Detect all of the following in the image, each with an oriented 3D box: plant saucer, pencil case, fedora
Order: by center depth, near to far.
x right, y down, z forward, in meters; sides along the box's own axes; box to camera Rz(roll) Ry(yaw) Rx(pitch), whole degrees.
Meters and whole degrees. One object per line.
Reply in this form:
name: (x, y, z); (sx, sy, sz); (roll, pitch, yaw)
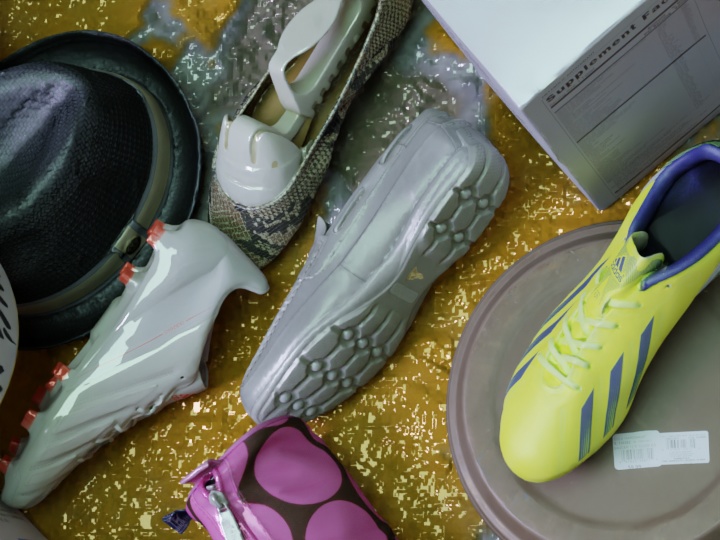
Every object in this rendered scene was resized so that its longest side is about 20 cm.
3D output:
pencil case: (-0.011, 0.173, 1.024); (0.091, 0.094, 0.200); (-46, 69, 9)
plant saucer: (0.139, 0.068, 1.034); (0.200, 0.029, 0.200); (-4, 77, 16)
fedora: (-0.194, -0.055, 1.135); (0.200, 0.092, 0.201); (-4, 76, 17)

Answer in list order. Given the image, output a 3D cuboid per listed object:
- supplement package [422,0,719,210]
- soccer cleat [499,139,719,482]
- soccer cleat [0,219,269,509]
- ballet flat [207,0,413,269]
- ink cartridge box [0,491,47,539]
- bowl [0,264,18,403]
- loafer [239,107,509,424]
supplement package: (0.112, -0.126, 0.994); (0.114, 0.200, 0.110); (-40, 69, 5)
soccer cleat: (0.130, 0.017, 0.988); (0.065, 0.084, 0.200); (37, 91, 21)
soccer cleat: (-0.131, 0.063, 1.105); (0.078, 0.069, 0.200); (35, 99, -9)
ballet flat: (-0.039, -0.096, 1.103); (0.068, 0.075, 0.200); (29, 88, 21)
ink cartridge box: (-0.261, 0.142, 1.086); (0.200, 0.146, 0.084); (41, 94, 23)
bowl: (-0.282, 0.018, 1.012); (0.200, 0.094, 0.201); (0, 58, 0)
loafer: (0.000, 0.000, 1.079); (0.200, 0.070, 0.070); (-50, 51, 4)
